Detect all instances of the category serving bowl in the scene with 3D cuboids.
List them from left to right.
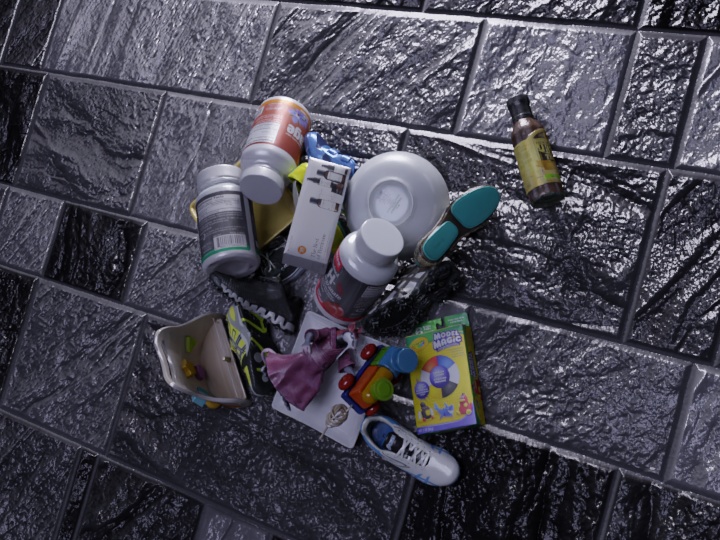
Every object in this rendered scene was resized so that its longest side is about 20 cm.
[{"bbox_3d":[0.060,-0.120,1.691,0.198,0.066,0.202,0,89,14],"label":"serving bowl"}]

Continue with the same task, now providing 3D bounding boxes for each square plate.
[{"bbox_3d":[-0.053,0.201,1.740,0.199,0.028,0.200,21,90,31],"label":"square plate"}]

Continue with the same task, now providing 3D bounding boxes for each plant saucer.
[{"bbox_3d":[-0.225,-0.116,1.882,0.200,0.048,0.201,-39,61,8],"label":"plant saucer"}]

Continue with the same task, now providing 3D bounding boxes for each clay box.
[{"bbox_3d":[0.144,0.178,1.623,0.114,0.048,0.202,-16,72,26],"label":"clay box"}]

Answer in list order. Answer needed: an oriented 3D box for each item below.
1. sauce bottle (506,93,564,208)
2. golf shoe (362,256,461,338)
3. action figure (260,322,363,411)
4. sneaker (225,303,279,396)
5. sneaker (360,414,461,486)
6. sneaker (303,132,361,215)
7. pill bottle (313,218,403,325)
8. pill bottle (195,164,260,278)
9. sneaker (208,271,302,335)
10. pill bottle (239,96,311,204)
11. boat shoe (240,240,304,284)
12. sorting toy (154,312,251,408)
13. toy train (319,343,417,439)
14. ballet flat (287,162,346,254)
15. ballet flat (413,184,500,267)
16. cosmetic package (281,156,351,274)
[{"bbox_3d":[0.296,-0.209,1.612,0.064,0.065,0.202,-22,71,23],"label":"sauce bottle"},{"bbox_3d":[0.087,0.044,1.672,0.199,0.078,0.095,-34,32,7],"label":"golf shoe"},{"bbox_3d":[-0.073,0.163,1.708,0.200,0.134,0.149,-39,20,3],"label":"action figure"},{"bbox_3d":[-0.212,0.153,1.826,0.076,0.075,0.202,-35,60,41],"label":"sneaker"},{"bbox_3d":[0.082,0.314,1.615,0.199,0.072,0.072,25,90,30],"label":"sneaker"},{"bbox_3d":[-0.038,-0.194,1.795,0.082,0.074,0.201,-38,72,19],"label":"sneaker"},{"bbox_3d":[0.000,0.000,1.658,0.111,0.110,0.200,62,142,25],"label":"pill bottle"},{"bbox_3d":[-0.259,-0.094,1.797,0.112,0.113,0.202,-21,64,24],"label":"pill bottle"},{"bbox_3d":[-0.194,0.040,1.784,0.091,0.199,0.066,-61,20,-10],"label":"sneaker"},{"bbox_3d":[-0.168,-0.231,1.812,0.111,0.112,0.201,-7,50,28],"label":"pill bottle"},{"bbox_3d":[-0.176,-0.002,1.828,0.200,0.071,0.072,-39,63,17],"label":"boat shoe"},{"bbox_3d":[-0.324,0.182,1.808,0.106,0.180,0.201,-30,66,20],"label":"sorting toy"},{"bbox_3d":[0.015,0.212,1.593,0.200,0.085,0.116,-52,14,-25],"label":"toy train"},{"bbox_3d":[-0.083,-0.103,1.764,0.067,0.067,0.201,-11,102,65],"label":"ballet flat"},{"bbox_3d":[0.162,-0.078,1.645,0.200,0.075,0.068,-44,94,-19],"label":"ballet flat"},{"bbox_3d":[-0.078,-0.100,1.676,0.082,0.051,0.202,13,65,-2],"label":"cosmetic package"}]
